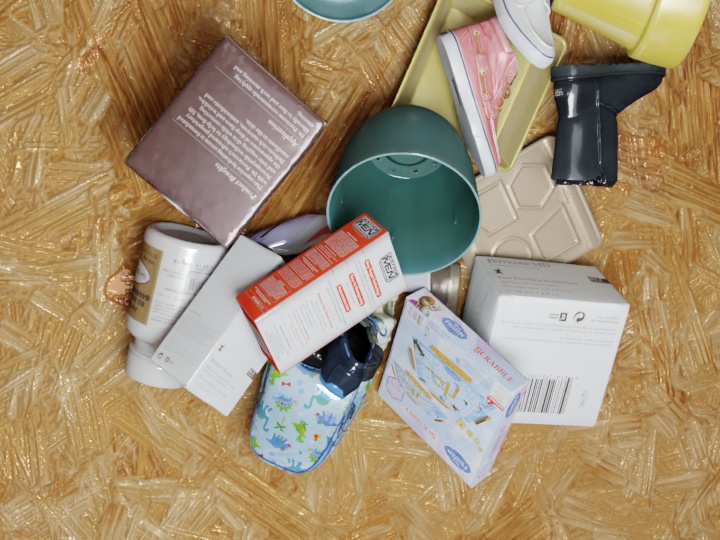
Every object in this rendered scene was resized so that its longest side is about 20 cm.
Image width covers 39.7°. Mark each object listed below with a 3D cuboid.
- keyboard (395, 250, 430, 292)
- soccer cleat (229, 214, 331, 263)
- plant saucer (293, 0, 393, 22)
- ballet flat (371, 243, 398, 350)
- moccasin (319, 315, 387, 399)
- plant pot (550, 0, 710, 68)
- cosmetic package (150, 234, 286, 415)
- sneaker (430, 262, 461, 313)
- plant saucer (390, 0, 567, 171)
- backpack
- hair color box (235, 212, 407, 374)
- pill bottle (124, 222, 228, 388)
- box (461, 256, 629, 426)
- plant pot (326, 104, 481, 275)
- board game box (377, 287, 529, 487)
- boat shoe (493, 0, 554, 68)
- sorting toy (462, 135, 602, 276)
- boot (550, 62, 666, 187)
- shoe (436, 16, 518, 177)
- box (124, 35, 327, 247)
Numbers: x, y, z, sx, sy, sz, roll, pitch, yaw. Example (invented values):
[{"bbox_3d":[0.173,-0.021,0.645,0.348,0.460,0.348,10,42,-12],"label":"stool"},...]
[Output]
[{"bbox_3d":[0.000,0.000,1.384,0.197,0.011,0.057,1,100,16],"label":"keyboard"},{"bbox_3d":[-0.100,-0.040,1.377,0.197,0.074,0.069,-7,140,9],"label":"soccer cleat"},{"bbox_3d":[-0.026,-0.432,1.320,0.197,0.036,0.203,-3,103,-12],"label":"plant saucer"},{"bbox_3d":[0.025,0.046,1.411,0.071,0.072,0.203,6,100,-13],"label":"ballet flat"},{"bbox_3d":[-0.002,0.090,1.305,0.080,0.201,0.068,34,118,-19],"label":"moccasin"},{"bbox_3d":[0.360,-0.392,1.337,0.186,0.201,0.204,14,99,1],"label":"plant pot"},{"bbox_3d":[-0.163,0.071,1.289,0.201,0.081,0.113,-54,146,-9],"label":"cosmetic package"},{"bbox_3d":[0.100,0.084,1.451,0.074,0.070,0.203,8,98,6],"label":"sneaker"},{"bbox_3d":[0.159,-0.269,1.387,0.198,0.048,0.202,23,97,-16],"label":"plant saucer"},{"bbox_3d":[-0.077,0.182,1.388,0.161,0.154,0.202,24,124,-3],"label":"backpack"},{"bbox_3d":[-0.046,0.028,1.245,0.199,0.061,0.102,-33,131,-13],"label":"hair color box"},{"bbox_3d":[-0.252,0.047,1.333,0.113,0.114,0.203,12,101,-14],"label":"pill bottle"},{"bbox_3d":[0.249,0.102,1.424,0.196,0.131,0.203,4,113,-13],"label":"box"},{"bbox_3d":[0.060,-0.121,1.318,0.197,0.162,0.203,3,133,3],"label":"plant pot"},{"bbox_3d":[0.120,0.161,1.363,0.041,0.200,0.201,-25,145,-36],"label":"board game box"},{"bbox_3d":[0.214,-0.363,1.312,0.073,0.067,0.202,0,60,-45],"label":"boat shoe"},{"bbox_3d":[0.232,-0.072,1.455,0.198,0.037,0.187,-28,106,0],"label":"sorting toy"},{"bbox_3d":[0.347,-0.204,1.405,0.197,0.076,0.171,-8,100,-29],"label":"boot"},{"bbox_3d":[0.174,-0.233,1.336,0.090,0.071,0.203,-20,102,-4],"label":"shoe"},{"bbox_3d":[-0.165,-0.162,1.270,0.165,0.164,0.201,40,92,-7],"label":"box"}]
